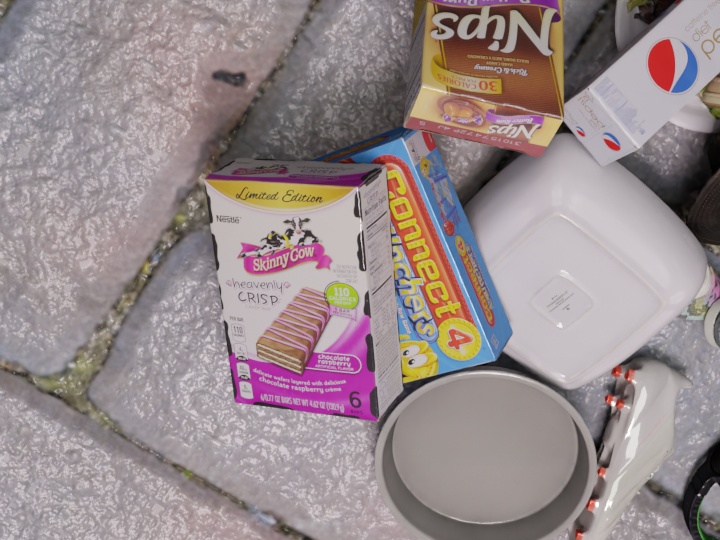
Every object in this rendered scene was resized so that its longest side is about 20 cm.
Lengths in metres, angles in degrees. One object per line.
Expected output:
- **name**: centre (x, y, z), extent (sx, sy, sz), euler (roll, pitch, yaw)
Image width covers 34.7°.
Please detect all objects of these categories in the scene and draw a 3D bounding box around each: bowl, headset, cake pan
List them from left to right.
- **cake pan**: centre (0.112, 0.170, 1.046), extent (0.199, 0.037, 0.201), euler (2, 115, 4)
- **bowl**: centre (0.175, 0.007, 0.988), extent (0.199, 0.075, 0.200), euler (39, 121, -12)
- **headset**: centre (0.392, 0.201, 1.082), extent (0.123, 0.094, 0.201), euler (26, 108, -11)

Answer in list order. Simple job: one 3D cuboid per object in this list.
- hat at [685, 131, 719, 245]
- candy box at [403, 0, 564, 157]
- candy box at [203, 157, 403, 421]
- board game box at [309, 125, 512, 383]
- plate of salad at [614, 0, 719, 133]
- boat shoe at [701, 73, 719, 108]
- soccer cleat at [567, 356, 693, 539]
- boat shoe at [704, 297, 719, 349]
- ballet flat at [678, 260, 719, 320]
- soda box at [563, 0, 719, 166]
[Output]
- **hat**: centre (0.367, -0.100, 1.022), extent (0.199, 0.201, 0.081), euler (-14, 57, -9)
- **candy box**: centre (0.102, -0.196, 0.932), extent (0.116, 0.057, 0.201), euler (11, 59, -9)
- **candy box**: centre (-0.043, 0.015, 0.927), extent (0.136, 0.061, 0.201), euler (4, 113, 23)
- **board game box**: centre (0.000, 0.000, 0.970), extent (0.195, 0.056, 0.201), euler (-18, 104, 29)
- **plate of salad**: centre (0.323, -0.221, 1.016), extent (0.199, 0.048, 0.201), euler (-1, 101, -6)
- **boat shoe**: centre (0.355, -0.178, 0.965), extent (0.199, 0.071, 0.065), euler (-22, 121, -37)
- **soccer cleat**: centre (0.252, 0.180, 1.077), extent (0.077, 0.069, 0.201), euler (17, 96, -13)
- **boat shoe**: centre (0.411, 0.036, 1.051), extent (0.199, 0.062, 0.073), euler (-15, 109, -20)
- **ballet flat**: centre (0.255, -0.011, 1.032), extent (0.199, 0.071, 0.069), euler (22, 60, -8)
- **soda box**: centre (0.254, -0.174, 0.929), extent (0.200, 0.068, 0.064), euler (-41, 93, -15)
